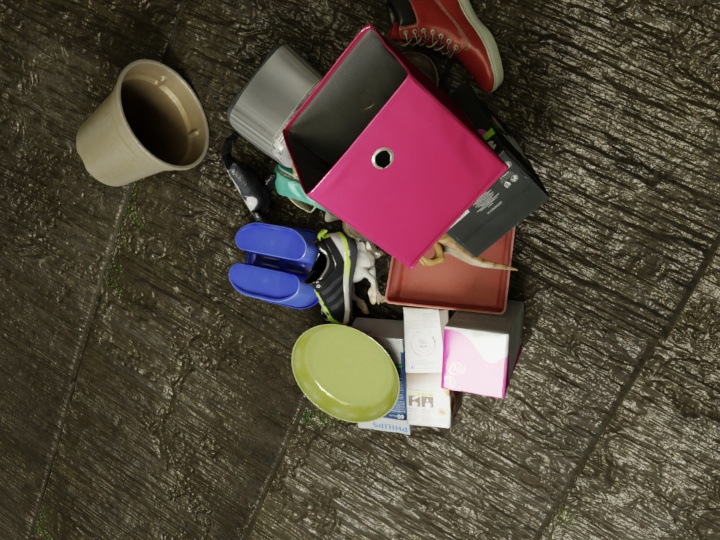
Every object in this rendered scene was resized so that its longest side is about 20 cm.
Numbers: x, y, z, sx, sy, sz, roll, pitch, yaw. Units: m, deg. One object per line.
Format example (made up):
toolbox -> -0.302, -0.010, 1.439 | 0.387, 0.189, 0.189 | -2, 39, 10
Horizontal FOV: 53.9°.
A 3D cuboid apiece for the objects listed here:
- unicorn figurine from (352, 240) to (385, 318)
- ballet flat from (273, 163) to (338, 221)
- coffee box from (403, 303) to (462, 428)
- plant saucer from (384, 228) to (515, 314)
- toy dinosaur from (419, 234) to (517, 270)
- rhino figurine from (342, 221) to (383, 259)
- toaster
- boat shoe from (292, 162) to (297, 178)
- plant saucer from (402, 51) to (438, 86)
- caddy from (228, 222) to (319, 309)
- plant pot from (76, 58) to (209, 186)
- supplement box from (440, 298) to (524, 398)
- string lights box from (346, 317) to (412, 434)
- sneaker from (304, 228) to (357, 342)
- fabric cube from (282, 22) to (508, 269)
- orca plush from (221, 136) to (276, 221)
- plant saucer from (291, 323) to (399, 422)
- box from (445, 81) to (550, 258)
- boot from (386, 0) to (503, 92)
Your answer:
unicorn figurine -> 0.000, 0.000, 1.238 | 0.198, 0.073, 0.140 | -29, 76, 29
ballet flat -> -0.066, -0.128, 1.253 | 0.197, 0.068, 0.071 | 26, 133, 12
coffee box -> 0.126, 0.148, 1.208 | 0.078, 0.114, 0.204 | 1, 102, 18
plant saucer -> 0.152, -0.029, 1.164 | 0.196, 0.037, 0.204 | 5, 72, 18
toy dinosaur -> 0.141, -0.043, 1.120 | 0.106, 0.061, 0.200 | -40, 65, -3
rhino figurine -> 0.034, -0.127, 1.173 | 0.087, 0.059, 0.203 | 36, 70, -28
toaster -> -0.128, -0.265, 1.183 | 0.129, 0.114, 0.201 | 38, 88, 21
boat shoe -> -0.054, -0.156, 1.142 | 0.074, 0.199, 0.070 | 17, 87, 30
plant saucer -> 0.048, -0.258, 1.145 | 0.198, 0.032, 0.204 | -22, 53, 32
caddy -> -0.140, -0.009, 1.273 | 0.197, 0.104, 0.144 | 11, 90, 30
plant pot -> -0.409, -0.248, 1.286 | 0.181, 0.200, 0.204 | -19, 95, 33
supplement box -> 0.199, 0.114, 1.129 | 0.101, 0.200, 0.103 | 6, 103, 17
string lights box -> 0.040, 0.187, 1.246 | 0.101, 0.059, 0.204 | 4, 119, 18
sneaker -> -0.060, 0.026, 1.195 | 0.072, 0.081, 0.204 | 34, 124, 57
fabric cube -> 0.040, -0.165, 0.954 | 0.198, 0.201, 0.196 | 33, 110, -33
orca plush -> -0.185, -0.162, 1.232 | 0.070, 0.201, 0.106 | -31, 53, -6
plant saucer -> -0.023, 0.170, 1.207 | 0.196, 0.031, 0.203 | 11, 122, 18
box -> 0.166, -0.154, 1.072 | 0.148, 0.202, 0.124 | -40, 127, 23
boot -> 0.123, -0.346, 1.093 | 0.143, 0.072, 0.202 | -28, 85, -18
